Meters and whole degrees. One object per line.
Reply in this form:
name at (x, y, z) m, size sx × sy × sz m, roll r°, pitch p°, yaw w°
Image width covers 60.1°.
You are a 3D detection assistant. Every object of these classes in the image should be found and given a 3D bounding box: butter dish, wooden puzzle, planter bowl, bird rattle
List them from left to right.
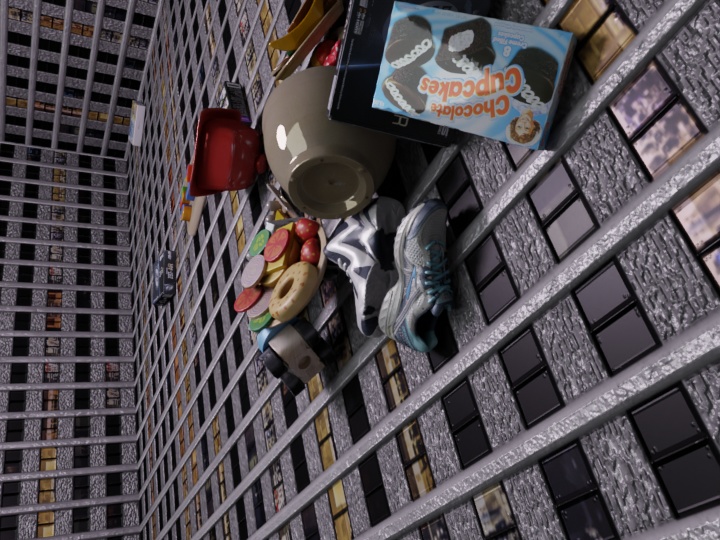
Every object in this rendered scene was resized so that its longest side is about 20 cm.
wooden puzzle at (-0.544, -0.241, 1.990) m, size 0.186 × 0.046 × 0.201 m, roll -63°, pitch 36°, yaw 36°
butter dish at (-0.283, -0.258, 1.426) m, size 0.200 × 0.146 × 0.202 m, roll -39°, pitch -37°, yaw -71°
bird rattle at (-0.059, -0.353, 1.065) m, size 0.200 × 0.112 × 0.164 m, roll -42°, pitch 35°, yaw 48°
planter bowl at (-0.041, -0.159, 0.868) m, size 0.201 × 0.198 × 0.136 m, roll 126°, pitch 151°, yaw -43°

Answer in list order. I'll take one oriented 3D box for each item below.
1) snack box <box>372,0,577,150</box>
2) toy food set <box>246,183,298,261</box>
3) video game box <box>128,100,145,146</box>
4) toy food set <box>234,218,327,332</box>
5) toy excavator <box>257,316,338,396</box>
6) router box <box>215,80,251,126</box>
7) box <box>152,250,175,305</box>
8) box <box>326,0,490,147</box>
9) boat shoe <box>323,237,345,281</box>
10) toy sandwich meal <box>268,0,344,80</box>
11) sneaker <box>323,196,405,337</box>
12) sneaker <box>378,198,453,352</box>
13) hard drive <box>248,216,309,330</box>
snack box at (0.117, -0.211, 0.670) m, size 0.198 × 0.037 × 0.117 m, roll 20°, pitch 108°, yaw 23°
toy food set at (-0.191, -0.063, 1.301) m, size 0.144 × 0.060 × 0.202 m, roll 48°, pitch 128°, yaw 53°
video game box at (-1.125, -0.741, 3.129) m, size 0.182 × 0.046 × 0.202 m, roll 37°, pitch 118°, yaw 55°
toy food set at (-0.128, 0.004, 0.999) m, size 0.197 × 0.048 × 0.202 m, roll -20°, pitch 50°, yaw 40°
toy excavator at (-0.129, 0.125, 1.093) m, size 0.100 × 0.195 × 0.200 m, roll -41°, pitch 47°, yaw -9°
router box at (-0.353, -0.371, 1.648) m, size 0.200 × 0.051 × 0.150 m, roll -55°, pitch 43°, yaw 44°
box at (-0.719, 0.030, 2.279) m, size 0.200 × 0.043 × 0.162 m, roll -28°, pitch 63°, yaw 58°
box at (0.057, -0.266, 0.751) m, size 0.044 × 0.158 × 0.202 m, roll -110°, pitch 33°, yaw -70°
boat shoe at (-0.061, -0.016, 1.054) m, size 0.199 × 0.071 × 0.069 m, roll -2°, pitch 83°, yaw 54°
toy sandwich meal at (-0.102, -0.428, 1.100) m, size 0.205 × 0.070 × 0.206 m, roll -45°, pitch 17°, yaw 18°
sneaker at (0.000, 0.000, 0.908) m, size 0.129 × 0.079 × 0.202 m, roll -14°, pitch 74°, yaw 53°
sneaker at (0.088, 0.010, 0.783) m, size 0.086 × 0.077 × 0.202 m, roll 35°, pitch 124°, yaw 44°
hard drive at (-0.149, 0.005, 1.159) m, size 0.026 × 0.132 × 0.202 m, roll 17°, pitch 105°, yaw 21°
